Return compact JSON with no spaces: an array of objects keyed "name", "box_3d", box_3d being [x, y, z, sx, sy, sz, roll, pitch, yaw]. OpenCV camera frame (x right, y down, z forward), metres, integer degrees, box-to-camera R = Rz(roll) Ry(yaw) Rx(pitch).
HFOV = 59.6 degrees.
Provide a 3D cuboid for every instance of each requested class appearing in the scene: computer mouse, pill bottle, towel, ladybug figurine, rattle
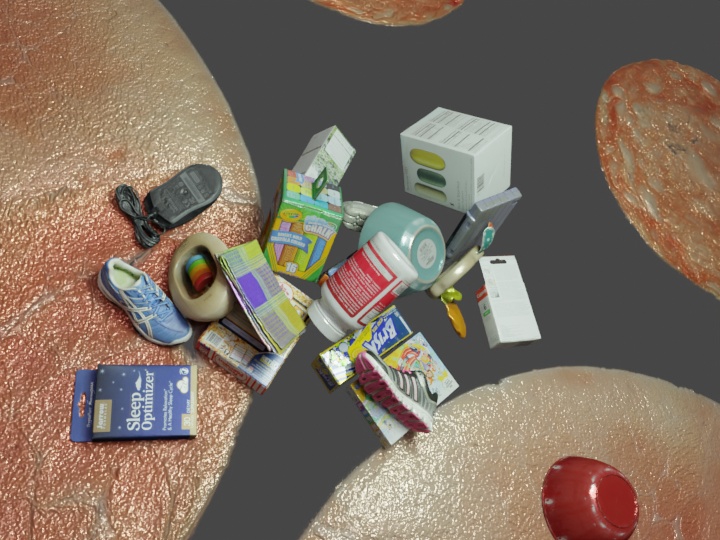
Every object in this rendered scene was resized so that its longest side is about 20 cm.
[{"name":"computer mouse","box_3d":[-0.360,-0.137,1.223,0.198,0.053,0.140,-30,81,-19]},{"name":"pill bottle","box_3d":[0.000,0.035,1.157,0.200,0.112,0.113,-42,83,9]},{"name":"towel","box_3d":[-0.169,0.043,1.110,0.202,0.023,0.143,60,22,0]},{"name":"ladybug figurine","box_3d":[-0.278,0.014,1.137,0.135,0.072,0.201,-39,52,7]},{"name":"rattle","box_3d":[0.243,0.018,1.320,0.199,0.130,0.144,-38,72,-4]}]

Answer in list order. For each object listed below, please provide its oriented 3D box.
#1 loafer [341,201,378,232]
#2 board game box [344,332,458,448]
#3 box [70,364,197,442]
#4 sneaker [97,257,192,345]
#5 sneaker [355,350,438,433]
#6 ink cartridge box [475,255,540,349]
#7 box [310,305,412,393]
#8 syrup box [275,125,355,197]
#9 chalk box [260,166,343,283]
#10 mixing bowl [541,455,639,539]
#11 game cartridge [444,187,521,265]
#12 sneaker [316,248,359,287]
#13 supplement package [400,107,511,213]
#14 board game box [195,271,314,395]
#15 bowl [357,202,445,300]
[{"name":"loafer","box_3d":[0.045,-0.104,1.362,0.197,0.070,0.070,20,29,-26]},{"name":"board game box","box_3d":[0.084,0.230,1.233,0.199,0.034,0.135,-32,81,-32]},{"name":"box","box_3d":[-0.373,0.220,1.048,0.196,0.032,0.123,3,64,-20]},{"name":"sneaker","box_3d":[-0.379,0.057,1.099,0.199,0.077,0.076,38,55,-3]},{"name":"sneaker","box_3d":[0.072,0.209,1.170,0.200,0.073,0.088,44,52,-11]},{"name":"ink cartridge box","box_3d":[0.318,0.069,1.404,0.107,0.050,0.204,-1,65,-23]},{"name":"box","box_3d":[0.005,0.151,1.221,0.198,0.064,0.071,-31,80,-31]},{"name":"syrup box","box_3d":[-0.093,-0.204,1.333,0.079,0.081,0.202,46,53,-29]},{"name":"chalk box","box_3d":[-0.108,-0.103,1.200,0.122,0.202,0.126,15,31,-15]},{"name":"mixing bowl","box_3d":[0.469,0.459,1.238,0.196,0.109,0.204,9,62,-17]},{"name":"game cartridge","box_3d":[0.255,-0.093,1.367,0.128,0.201,0.039,-17,63,-28]},{"name":"sneaker","box_3d":[0.000,0.000,1.300,0.199,0.075,0.079,-34,94,-26]},{"name":"supplement package","box_3d":[0.213,-0.246,1.405,0.198,0.154,0.150,25,49,35]},{"name":"board game box","box_3d":[-0.187,0.103,1.174,0.150,0.046,0.201,35,57,-3]},{"name":"bowl","box_3d":[0.098,-0.035,1.273,0.198,0.104,0.206,-5,97,-42]}]
